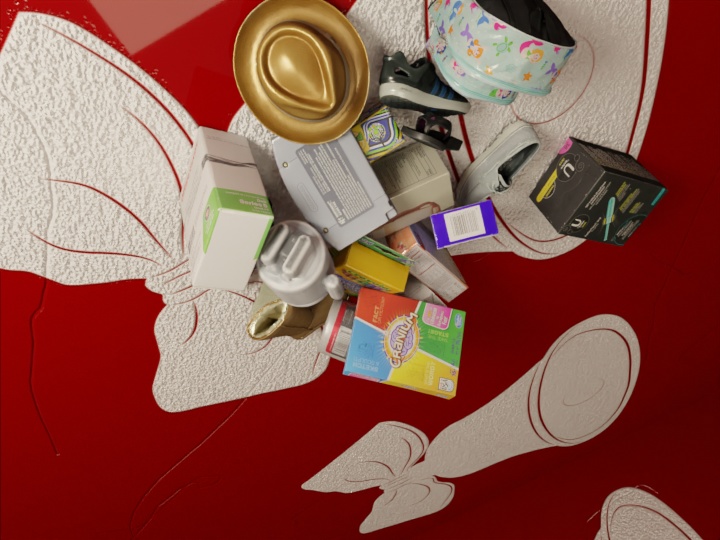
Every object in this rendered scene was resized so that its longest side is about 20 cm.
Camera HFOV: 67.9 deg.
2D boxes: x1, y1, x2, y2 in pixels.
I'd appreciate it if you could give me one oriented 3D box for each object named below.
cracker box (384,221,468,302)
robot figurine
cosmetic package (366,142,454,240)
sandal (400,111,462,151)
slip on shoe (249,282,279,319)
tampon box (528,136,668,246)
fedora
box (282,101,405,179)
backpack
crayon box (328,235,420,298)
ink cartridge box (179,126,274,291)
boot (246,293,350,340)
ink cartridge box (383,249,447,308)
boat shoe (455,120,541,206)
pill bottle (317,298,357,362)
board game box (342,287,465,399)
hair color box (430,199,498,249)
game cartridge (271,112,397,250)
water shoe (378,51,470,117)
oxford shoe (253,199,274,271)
[{"bbox_3d":[0.120,-0.037,1.049,0.057,0.135,0.199,-37,136,17],"label":"cracker box"},{"bbox_3d":[-0.101,-0.007,0.860,0.114,0.168,0.200,-56,167,-10],"label":"robot figurine"},{"bbox_3d":[0.055,-0.135,0.947,0.197,0.105,0.088,-23,141,2],"label":"cosmetic package"},{"bbox_3d":[0.118,-0.226,0.858,0.200,0.074,0.049,-28,141,-65],"label":"sandal"},{"bbox_3d":[-0.153,0.033,1.060,0.061,0.074,0.202,-16,144,-58],"label":"slip on shoe"},{"bbox_3d":[0.480,-0.158,1.090,0.196,0.127,0.151,7,130,-28],"label":"tampon box"},{"bbox_3d":[-0.079,-0.266,0.718,0.196,0.082,0.205,-1,111,-2],"label":"fedora"},{"bbox_3d":[-0.030,-0.189,0.868,0.198,0.070,0.065,-32,113,9],"label":"box"},{"bbox_3d":[0.192,-0.322,0.744,0.174,0.202,0.152,3,133,-26],"label":"backpack"},{"bbox_3d":[0.000,0.000,0.966,0.124,0.053,0.199,24,161,-23],"label":"crayon box"},{"bbox_3d":[-0.208,-0.094,0.801,0.083,0.202,0.147,6,132,-31],"label":"ink cartridge box"},{"bbox_3d":[-0.109,0.076,1.037,0.175,0.066,0.200,-46,163,5],"label":"boot"},{"bbox_3d":[0.092,0.065,1.083,0.067,0.200,0.118,-35,140,-15],"label":"ink cartridge box"},{"bbox_3d":[0.256,-0.183,1.005,0.069,0.072,0.201,15,129,-35],"label":"boat shoe"},{"bbox_3d":[0.025,0.136,1.020,0.196,0.112,0.112,21,129,-1],"label":"pill bottle"},{"bbox_3d":[0.079,0.128,0.949,0.196,0.156,0.040,13,159,-3],"label":"board game box"},{"bbox_3d":[0.191,-0.083,0.988,0.107,0.066,0.200,-13,-177,12],"label":"hair color box"},{"bbox_3d":[-0.045,-0.140,0.827,0.131,0.042,0.202,-28,108,12],"label":"game cartridge"},{"bbox_3d":[0.110,-0.289,0.834,0.198,0.071,0.081,-6,100,-46],"label":"water shoe"},{"bbox_3d":[-0.205,-0.029,0.954,0.071,0.085,0.202,4,133,-28],"label":"oxford shoe"}]
